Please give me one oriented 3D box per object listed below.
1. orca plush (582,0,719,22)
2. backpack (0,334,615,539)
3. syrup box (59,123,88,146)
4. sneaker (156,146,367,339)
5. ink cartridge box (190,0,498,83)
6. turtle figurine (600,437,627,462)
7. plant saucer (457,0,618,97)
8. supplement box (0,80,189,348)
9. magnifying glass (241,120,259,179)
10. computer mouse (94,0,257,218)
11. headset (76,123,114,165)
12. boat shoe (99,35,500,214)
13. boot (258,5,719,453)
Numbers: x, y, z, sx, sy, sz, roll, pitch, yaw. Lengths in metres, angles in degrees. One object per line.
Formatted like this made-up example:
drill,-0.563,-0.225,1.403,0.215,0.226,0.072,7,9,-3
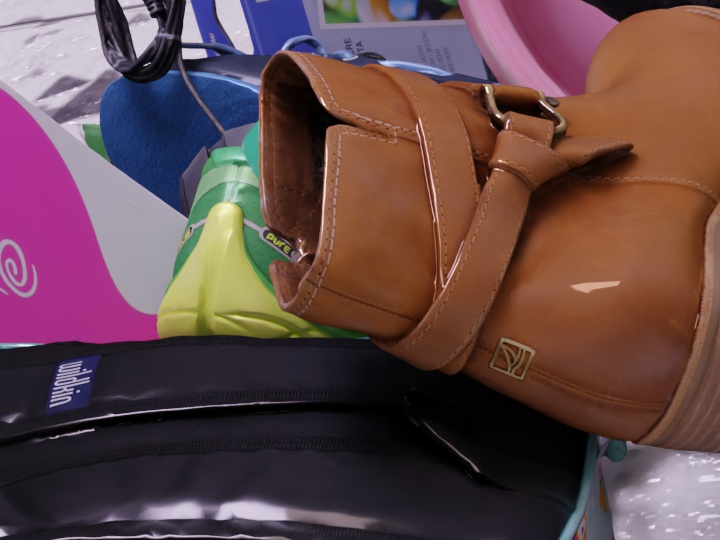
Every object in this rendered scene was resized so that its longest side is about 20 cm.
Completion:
orca plush,0.128,-0.121,1.002,0.200,0.071,0.105,31,61,3
backpack,-0.026,0.097,0.771,0.199,0.154,0.176,-12,23,11
syrup box,-0.191,-0.002,1.066,0.199,0.082,0.079,-2,28,-20
sneaker,0.000,0.000,0.947,0.074,0.084,0.200,6,-4,20
ink cartridge box,0.022,-0.115,1.169,0.199,0.120,0.042,-9,22,18
turtle figurine,0.132,0.005,0.912,0.149,0.101,0.200,-2,25,25
plant saucer,0.124,-0.117,1.072,0.200,0.201,0.051,-29,-7,-19
supplement box,-0.158,0.035,0.936,0.200,0.103,0.101,-25,41,35
magnifying glass,0.023,-0.008,0.875,0.022,0.200,0.080,-48,68,11
computer mouse,-0.058,-0.055,1.082,0.059,0.200,0.034,-40,-25,22
headset,-0.177,-0.033,1.173,0.200,0.094,0.123,-25,22,-39
boat shoe,-0.003,-0.045,1.127,0.199,0.084,0.069,14,31,22
boot,0.044,-0.032,0.784,0.154,0.074,0.200,14,27,-16
